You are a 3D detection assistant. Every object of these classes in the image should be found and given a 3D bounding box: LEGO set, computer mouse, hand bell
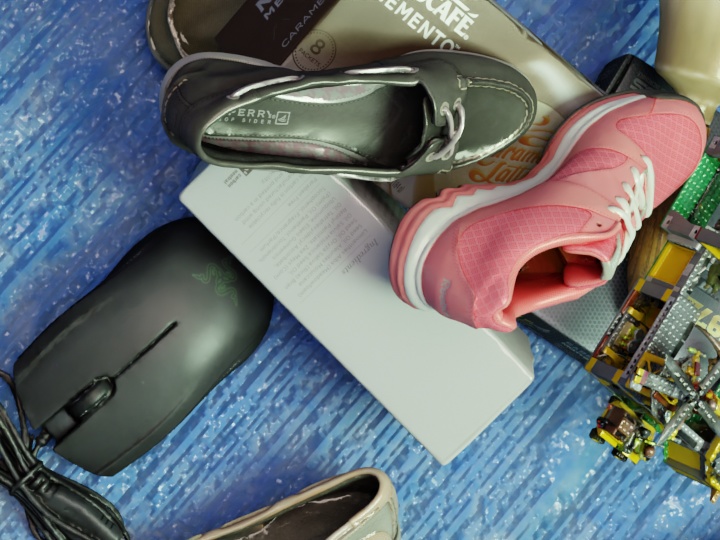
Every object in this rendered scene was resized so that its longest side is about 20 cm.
[{"bbox_3d":[0.219,0.032,1.325,0.200,0.116,0.154,-51,127,-12],"label":"LEGO set"},{"bbox_3d":[-0.119,0.054,1.350,0.138,0.053,0.200,43,77,-6],"label":"computer mouse"},{"bbox_3d":[0.176,-0.070,1.377,0.103,0.104,0.201,14,94,-12],"label":"hand bell"}]

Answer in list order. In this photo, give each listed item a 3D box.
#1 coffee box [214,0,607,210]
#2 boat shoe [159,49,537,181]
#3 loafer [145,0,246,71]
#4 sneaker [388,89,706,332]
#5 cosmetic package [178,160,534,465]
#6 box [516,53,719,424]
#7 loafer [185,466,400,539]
[{"bbox_3d":[0.039,-0.096,1.333,0.200,0.080,0.114,37,99,-32],"label":"coffee box"},{"bbox_3d":[0.000,-0.071,1.249,0.199,0.057,0.067,0,118,-19],"label":"boat shoe"},{"bbox_3d":[-0.019,-0.147,1.383,0.199,0.070,0.076,-10,87,-15],"label":"loafer"},{"bbox_3d":[0.113,-0.021,1.285,0.199,0.087,0.074,-30,131,-25],"label":"sneaker"},{"bbox_3d":[0.000,0.000,1.352,0.071,0.101,0.200,-44,96,9],"label":"cosmetic package"},{"bbox_3d":[0.187,-0.002,1.431,0.199,0.051,0.158,33,79,-8],"label":"box"},{"bbox_3d":[-0.069,0.160,1.339,0.199,0.063,0.072,-27,60,-18],"label":"loafer"}]
